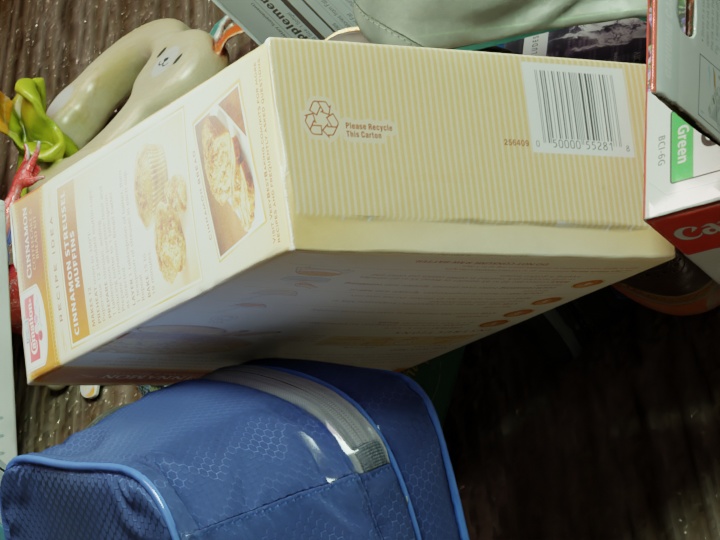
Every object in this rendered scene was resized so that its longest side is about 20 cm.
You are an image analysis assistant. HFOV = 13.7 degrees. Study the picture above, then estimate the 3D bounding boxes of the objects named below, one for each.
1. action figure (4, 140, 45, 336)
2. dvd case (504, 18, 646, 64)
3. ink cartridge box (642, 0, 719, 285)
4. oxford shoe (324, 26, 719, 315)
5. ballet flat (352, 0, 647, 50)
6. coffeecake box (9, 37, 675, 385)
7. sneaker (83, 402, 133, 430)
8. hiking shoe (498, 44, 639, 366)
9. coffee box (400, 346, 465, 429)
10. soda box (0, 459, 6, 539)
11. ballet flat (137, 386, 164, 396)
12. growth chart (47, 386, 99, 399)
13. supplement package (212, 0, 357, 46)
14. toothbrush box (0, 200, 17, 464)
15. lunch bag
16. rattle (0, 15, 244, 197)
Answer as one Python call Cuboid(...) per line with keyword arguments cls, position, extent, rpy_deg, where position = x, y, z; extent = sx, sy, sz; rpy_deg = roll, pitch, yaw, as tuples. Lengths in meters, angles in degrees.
Cuboid(cls="action figure", position=(-0.194, -0.010, 1.590), extent=(0.200, 0.065, 0.099), rpy_deg=(4, 68, 56))
Cuboid(cls="dvd case", position=(0.153, -0.109, 1.220), extent=(0.199, 0.016, 0.149), rpy_deg=(-13, 37, 18))
Cuboid(cls="ink cartridge box", position=(0.133, -0.054, 1.021), extent=(0.050, 0.200, 0.109), rpy_deg=(-16, 57, 33))
Cuboid(cls="oxford shoe", position=(0.056, -0.051, 1.149), extent=(0.199, 0.073, 0.072), rpy_deg=(25, 87, 25))
Cuboid(cls="ballet flat", position=(0.095, -0.126, 1.162), extent=(0.199, 0.064, 0.067), rpy_deg=(-9, 30, -7))
Cuboid(cls="coffeecake box", position=(-0.012, -0.014, 1.055), extent=(0.200, 0.153, 0.073), rpy_deg=(-26, 68, 55))
Cuboid(cls="sneaker", position=(-0.078, 0.159, 1.210), extent=(0.078, 0.090, 0.201), rpy_deg=(-3, 63, 11))
Cuboid(cls="hiking shoe", position=(0.089, -0.042, 1.250), extent=(0.086, 0.074, 0.200), rpy_deg=(-28, 39, 11))
Cuboid(cls="coffee box", position=(0.000, 0.000, 1.271), extent=(0.200, 0.044, 0.123), rpy_deg=(-113, 35, -60))
Cuboid(cls="soda box", position=(-0.187, 0.106, 1.284), extent=(0.068, 0.200, 0.064), rpy_deg=(-39, 28, 10))
Cuboid(cls="ballet flat", position=(-0.063, 0.025, 1.253), extent=(0.074, 0.074, 0.200), rpy_deg=(-56, 9, -18))
Cuboid(cls="growth chart", position=(-0.073, -0.007, 1.474), extent=(0.200, 0.018, 0.145), rpy_deg=(-18, 40, 44))
Cuboid(cls="supplement package", position=(0.025, -0.179, 1.414), extent=(0.111, 0.156, 0.200), rpy_deg=(-26, 34, 35))
Cuboid(cls="toothbrush box", position=(-0.254, 0.031, 1.526), extent=(0.200, 0.086, 0.146), rpy_deg=(12, 105, 57))
Cuboid(cls="lunch bag", position=(-0.024, 0.135, 1.041), extent=(0.132, 0.201, 0.136), rpy_deg=(-20, 14, -31))
Cuboid(cls="rattle", position=(-0.136, -0.127, 1.599), extent=(0.200, 0.143, 0.130), rpy_deg=(-30, 12, 40))
